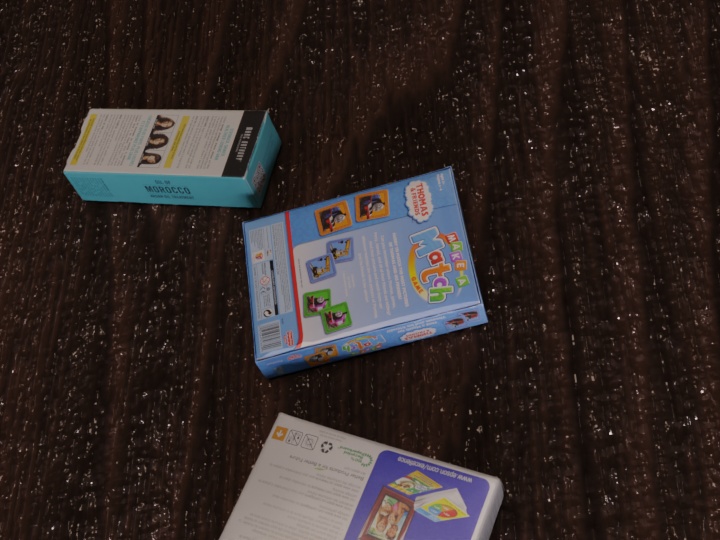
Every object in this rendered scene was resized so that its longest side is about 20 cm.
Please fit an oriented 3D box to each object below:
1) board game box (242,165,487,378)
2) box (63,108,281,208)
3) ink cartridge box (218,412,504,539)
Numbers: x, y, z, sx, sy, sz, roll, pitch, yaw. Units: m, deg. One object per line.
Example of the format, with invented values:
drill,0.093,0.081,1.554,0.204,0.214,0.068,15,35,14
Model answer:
board game box,0.000,0.000,1.065,0.198,0.037,0.152,-15,54,8
box,-0.183,-0.111,1.189,0.198,0.049,0.083,4,58,20
ink cartridge box,-0.015,0.224,0.916,0.196,0.047,0.201,14,64,23
